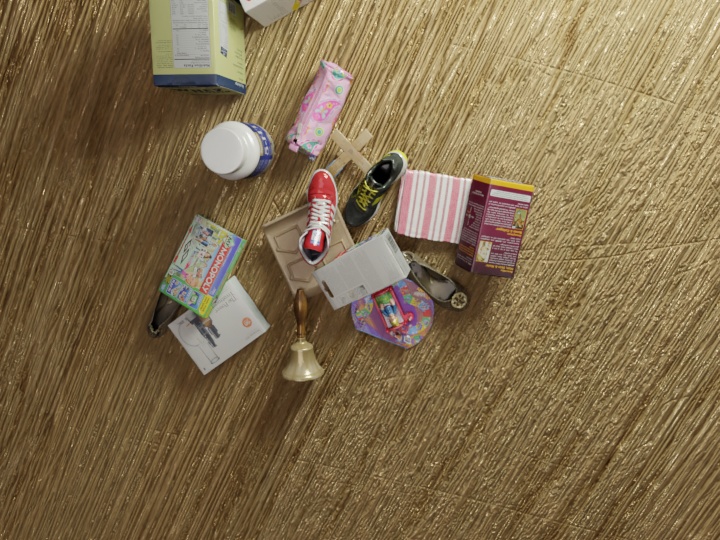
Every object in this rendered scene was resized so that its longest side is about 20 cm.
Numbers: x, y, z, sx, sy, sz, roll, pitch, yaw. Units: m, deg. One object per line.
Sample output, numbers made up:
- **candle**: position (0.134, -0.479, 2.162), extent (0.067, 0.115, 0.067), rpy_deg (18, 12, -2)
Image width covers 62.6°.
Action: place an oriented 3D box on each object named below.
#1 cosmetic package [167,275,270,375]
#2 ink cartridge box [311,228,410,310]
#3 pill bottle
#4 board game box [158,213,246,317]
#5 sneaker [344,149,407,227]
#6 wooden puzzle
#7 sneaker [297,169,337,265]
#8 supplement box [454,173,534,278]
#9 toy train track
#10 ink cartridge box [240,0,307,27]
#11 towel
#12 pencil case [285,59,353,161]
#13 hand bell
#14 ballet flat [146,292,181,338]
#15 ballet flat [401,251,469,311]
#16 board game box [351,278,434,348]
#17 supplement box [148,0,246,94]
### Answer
- **cosmetic package**: position (-0.340, 0.133, 1.429), extent (0.199, 0.052, 0.152), rpy_deg (-35, 98, 11)
- **ink cartridge box**: position (0.000, 0.000, 1.320), extent (0.198, 0.050, 0.110), rpy_deg (-26, 102, 26)
- **pill bottle**: position (-0.263, -0.255, 1.263), extent (0.117, 0.200, 0.122), rpy_deg (1, 102, 6)
- **board game box**: position (-0.368, -0.011, 1.380), extent (0.133, 0.029, 0.203), rpy_deg (27, 91, 12)
- **sneaker**: position (0.021, -0.180, 1.297), extent (0.074, 0.085, 0.201), rpy_deg (39, 109, 8)
- **wooden puzzle**: position (-0.106, -0.052, 1.370), extent (0.183, 0.046, 0.203), rpy_deg (-23, 103, 11)
- **sneaker**: position (-0.091, -0.110, 1.269), extent (0.070, 0.113, 0.204), rpy_deg (5, 106, 3)
- **supplement box**: position (0.286, -0.096, 1.276), extent (0.108, 0.086, 0.204), rpy_deg (6, 103, -19)
- **toy train track**: position (-0.049, -0.240, 1.332), extent (0.115, 0.033, 0.200), rpy_deg (44, 108, -11)
- **ink cartridge box**: position (-0.161, -0.623, 1.204), extent (0.197, 0.146, 0.149), rpy_deg (-24, 98, 11)
- **towel**: position (0.180, -0.140, 1.327), extent (0.196, 0.030, 0.149), rpy_deg (9, 103, 2)
- **pencil case**: position (-0.090, -0.347, 1.284), extent (0.086, 0.087, 0.202), rpy_deg (28, 102, 0)
- **hand bell**: position (-0.138, 0.144, 1.380), extent (0.102, 0.104, 0.204), rpy_deg (0, 101, 6)
- **ballet flat**: position (-0.468, 0.079, 1.433), extent (0.067, 0.046, 0.202), rpy_deg (30, 103, -1)
- **ballet flat**: position (0.164, 0.025, 1.341), extent (0.199, 0.046, 0.068), rpy_deg (39, 92, -2)
- **board game box**: position (0.074, 0.094, 1.378), extent (0.197, 0.039, 0.161), rpy_deg (21, 103, 1)
- **supplement box**: position (-0.330, -0.476, 1.225), extent (0.131, 0.200, 0.204), rpy_deg (2, 101, 6)
